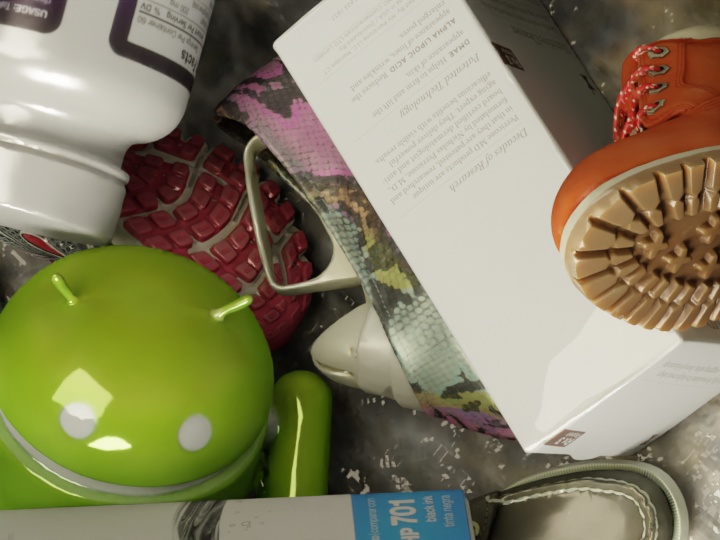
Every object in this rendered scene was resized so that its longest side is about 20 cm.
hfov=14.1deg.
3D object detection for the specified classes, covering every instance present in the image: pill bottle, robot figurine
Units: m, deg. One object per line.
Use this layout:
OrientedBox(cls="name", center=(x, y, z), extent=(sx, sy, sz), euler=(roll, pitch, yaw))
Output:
OrientedBox(cls="pill bottle", center=(-0.113, -0.116, 1.162), extent=(0.111, 0.111, 0.200), euler=(11, 83, 26))
OrientedBox(cls="robot figurine", center=(-0.100, 0.072, 1.172), extent=(0.200, 0.175, 0.116), euler=(108, 161, -45))

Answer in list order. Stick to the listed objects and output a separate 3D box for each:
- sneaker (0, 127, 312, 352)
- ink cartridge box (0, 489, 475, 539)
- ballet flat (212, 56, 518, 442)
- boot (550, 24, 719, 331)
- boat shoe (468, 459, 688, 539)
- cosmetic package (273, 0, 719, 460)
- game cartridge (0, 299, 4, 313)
OrientedBox(cls="sneaker", center=(-0.105, -0.026, 1.248), extent=(0.200, 0.081, 0.075), euler=(35, 132, 21))
OrientedBox(cls="ink cartridge box", center=(-0.054, 0.167, 1.101), extent=(0.199, 0.086, 0.147), euler=(-1, 116, -1))
OrientedBox(cls="ballet flat", center=(0.000, 0.000, 1.188), extent=(0.071, 0.069, 0.200), euler=(-30, 69, -2))
OrientedBox(cls="boot", center=(0.118, -0.041, 1.074), extent=(0.107, 0.200, 0.075), euler=(40, 122, 28))
OrientedBox(cls="boat shoe", center=(0.036, 0.131, 1.169), extent=(0.201, 0.060, 0.072), euler=(-24, 77, 22))
OrientedBox(cls="cosmetic package", center=(0.064, -0.028, 1.140), extent=(0.081, 0.113, 0.200), euler=(-39, 73, 18))
OrientedBox(cls="game cartridge", center=(-0.240, 0.065, 1.322), extent=(0.200, 0.042, 0.133), euler=(-29, 79, 21))
